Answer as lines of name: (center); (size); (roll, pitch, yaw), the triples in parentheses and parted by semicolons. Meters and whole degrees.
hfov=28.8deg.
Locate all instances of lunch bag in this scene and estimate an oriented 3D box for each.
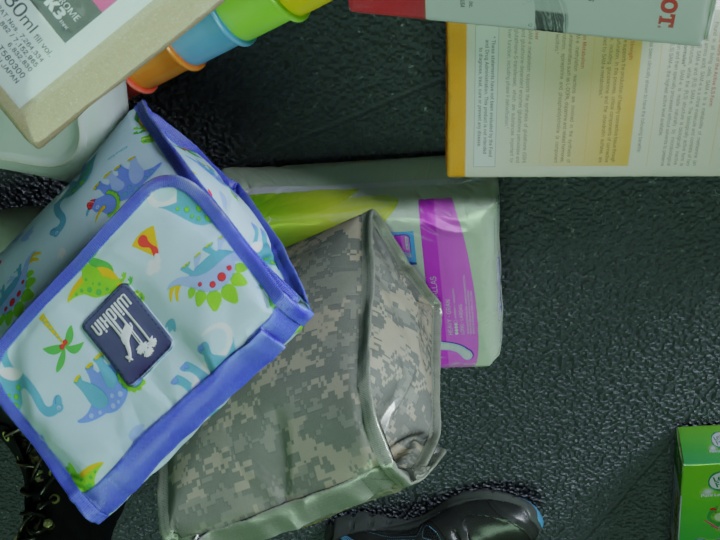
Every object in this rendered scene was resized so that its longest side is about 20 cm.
lunch bag: (-0.037, 0.085, 0.875); (0.162, 0.201, 0.118); (-21, 128, 21)
lunch bag: (-0.127, 0.025, 0.814); (0.170, 0.200, 0.127); (-45, 132, 7)

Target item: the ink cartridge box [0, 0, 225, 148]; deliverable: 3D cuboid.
ink cartridge box: (-0.167, -0.195, 0.733); (0.164, 0.075, 0.201); (-35, 105, 17)

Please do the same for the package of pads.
package of pads: (0.000, 0.000, 0.978); (0.197, 0.069, 0.156); (-2, 133, 6)

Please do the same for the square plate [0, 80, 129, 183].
square plate: (-0.237, -0.139, 0.845); (0.195, 0.029, 0.202); (9, 128, 9)

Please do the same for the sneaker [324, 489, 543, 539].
sneaker: (0.063, 0.248, 1.207); (0.198, 0.083, 0.074); (-15, 130, 16)

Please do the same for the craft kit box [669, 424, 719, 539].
craft kit box: (0.362, 0.203, 1.174); (0.197, 0.049, 0.199); (-4, 131, 7)

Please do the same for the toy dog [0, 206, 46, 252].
toy dog: (-0.250, -0.020, 0.940); (0.197, 0.134, 0.096); (-4, 174, -2)

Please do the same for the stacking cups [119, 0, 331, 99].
stacking cups: (-0.090, -0.150, 0.846); (0.198, 0.061, 0.060); (-25, 129, 30)

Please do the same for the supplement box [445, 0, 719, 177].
supplement box: (0.149, -0.126, 0.840); (0.197, 0.074, 0.127); (0, 134, 3)

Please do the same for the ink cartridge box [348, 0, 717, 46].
ink cartridge box: (0.093, -0.203, 0.727); (0.197, 0.085, 0.145); (8, 146, 9)

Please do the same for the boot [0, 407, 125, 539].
boot: (-0.250, 0.159, 1.087); (0.073, 0.155, 0.204); (-21, 130, 23)
